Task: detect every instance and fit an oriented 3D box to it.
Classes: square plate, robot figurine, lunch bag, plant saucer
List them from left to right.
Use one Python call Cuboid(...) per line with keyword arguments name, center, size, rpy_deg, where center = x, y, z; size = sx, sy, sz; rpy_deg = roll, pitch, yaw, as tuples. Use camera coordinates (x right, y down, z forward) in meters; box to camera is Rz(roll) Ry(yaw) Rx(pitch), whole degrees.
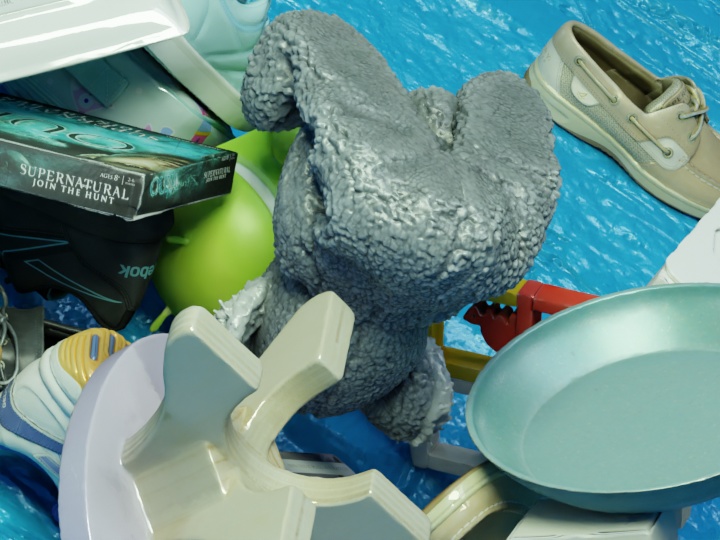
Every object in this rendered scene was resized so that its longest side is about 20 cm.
Cuboid(name="square plate", center=(-0.207, -0.162, 1.606), size=(0.199, 0.029, 0.198), rpy_deg=(-14, 36, -7))
Cuboid(name="lunch bag", center=(-0.171, -0.124, 1.741), size=(0.200, 0.077, 0.160), rpy_deg=(42, 4, 9))
Cuboid(name="robot figurine", center=(-0.038, -0.027, 1.713), size=(0.199, 0.176, 0.116), rpy_deg=(-26, 55, -33))
Cuboid(name="plant saucer", center=(0.156, 0.073, 1.572), size=(0.199, 0.036, 0.200), rpy_deg=(-11, 29, 6))

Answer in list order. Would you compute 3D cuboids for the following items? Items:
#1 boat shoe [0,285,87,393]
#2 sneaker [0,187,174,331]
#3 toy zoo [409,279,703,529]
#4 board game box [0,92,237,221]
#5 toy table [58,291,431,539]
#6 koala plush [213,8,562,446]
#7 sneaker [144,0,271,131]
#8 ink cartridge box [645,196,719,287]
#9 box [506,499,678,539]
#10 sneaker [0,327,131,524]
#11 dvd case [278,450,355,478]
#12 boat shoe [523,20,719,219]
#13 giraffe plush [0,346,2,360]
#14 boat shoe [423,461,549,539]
Cuboid(name="boat shoe", center=(-0.193, 0.046, 1.602), size=(0.199, 0.062, 0.075), rpy_deg=(20, 41, -19))
Cuboid(name="sneaker", center=(-0.193, -0.029, 1.658), size=(0.199, 0.080, 0.075), rpy_deg=(23, 21, 35))
Cuboid(name="toy zoo", center=(0.098, 0.068, 1.713), size=(0.199, 0.132, 0.020), rpy_deg=(13, 30, 20))
Cuboid(name="board game box", center=(-0.181, -0.068, 1.588), size=(0.199, 0.028, 0.135), rpy_deg=(14, 11, 16))
Cuboid(name="toy table", center=(-0.064, 0.096, 1.466), size=(0.184, 0.117, 0.201), rpy_deg=(36, 40, -38))
Cuboid(name="koala plush", center=(0.000, 0.000, 1.580), size=(0.177, 0.201, 0.184), rpy_deg=(17, 31, -20))
Cuboid(name="sneaker", center=(-0.074, -0.139, 1.706), size=(0.074, 0.082, 0.200), rpy_deg=(49, 4, 16))
Cuboid(name="ink cartridge box", center=(0.180, 0.062, 1.772), size=(0.083, 0.200, 0.147), rpy_deg=(40, 36, 5))
Cuboid(name="box", center=(0.135, 0.222, 1.560), size=(0.082, 0.201, 0.068), rpy_deg=(-4, 13, 18))
Cuboid(name="sneaker", center=(-0.115, 0.118, 1.582), size=(0.200, 0.088, 0.075), rpy_deg=(51, 25, -20))
Cuboid(name="dvd case", center=(0.031, 0.172, 1.621), size=(0.200, 0.016, 0.149), rpy_deg=(44, 7, 14))
Cuboid(name="boat shoe", center=(0.212, -0.104, 2.095), size=(0.200, 0.065, 0.072), rpy_deg=(33, 36, -4))
Cuboid(name="giraffe plush", center=(-0.274, -0.024, 1.490), size=(0.172, 0.162, 0.200), rpy_deg=(-28, 65, -29))
Cuboid(name="boat shoe", center=(0.085, 0.155, 1.635), size=(0.065, 0.072, 0.200), rpy_deg=(53, 6, 22))
